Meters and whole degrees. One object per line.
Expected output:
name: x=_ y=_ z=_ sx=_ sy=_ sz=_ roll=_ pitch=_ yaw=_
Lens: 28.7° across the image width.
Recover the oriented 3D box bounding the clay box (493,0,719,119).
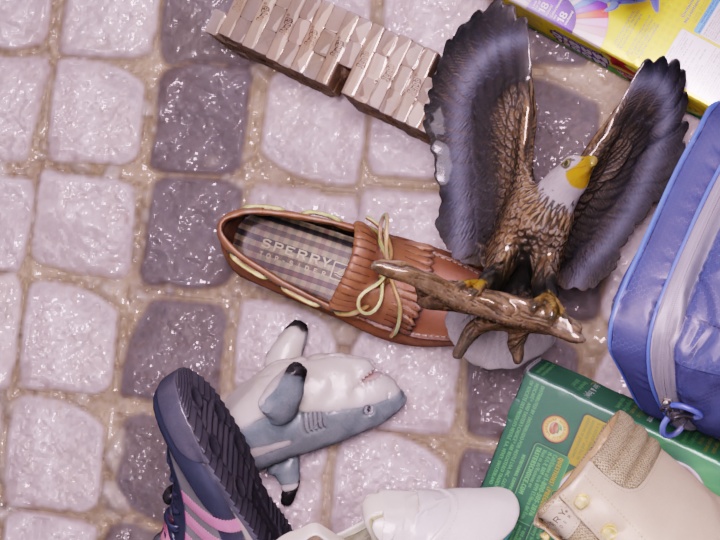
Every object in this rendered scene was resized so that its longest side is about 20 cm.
clay box: x=0.176 y=-0.194 z=0.925 sx=0.199 sy=0.048 sz=0.115 roll=32 pitch=90 yaw=17

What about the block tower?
block tower: x=-0.005 y=-0.143 z=0.962 sx=0.199 sy=0.054 sz=0.058 roll=26 pitch=89 yaw=16

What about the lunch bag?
lunch bag: x=0.225 y=0.011 z=0.821 sx=0.132 sy=0.136 sz=0.201 roll=18 pitch=69 yaw=33

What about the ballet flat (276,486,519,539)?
ballet flat: x=0.000 y=0.173 z=0.854 sx=0.199 sy=0.069 sz=0.070 roll=-27 pitch=77 yaw=6

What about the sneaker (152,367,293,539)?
sneaker: x=-0.102 y=0.154 z=0.896 sx=0.082 sy=0.070 sz=0.201 roll=-16 pitch=118 yaw=13

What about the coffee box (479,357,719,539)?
coffee box: x=0.175 y=0.151 z=0.868 sx=0.199 sy=0.044 sz=0.124 roll=24 pitch=107 yaw=17

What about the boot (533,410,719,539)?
boot: x=0.152 y=0.183 z=0.749 sx=0.155 sy=0.073 sz=0.200 roll=38 pitch=54 yaw=1

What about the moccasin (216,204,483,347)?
moccasin: x=0.001 y=-0.002 z=0.929 sx=0.200 sy=0.078 sz=0.074 roll=23 pitch=86 yaw=14

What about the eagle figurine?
eagle figurine: x=0.110 y=-0.047 z=0.854 sx=0.150 sy=0.152 sz=0.201 roll=-12 pitch=47 yaw=37

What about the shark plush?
shark plush: x=-0.065 y=0.127 z=0.939 sx=0.083 sy=0.091 sz=0.200 roll=44 pitch=90 yaw=-15
